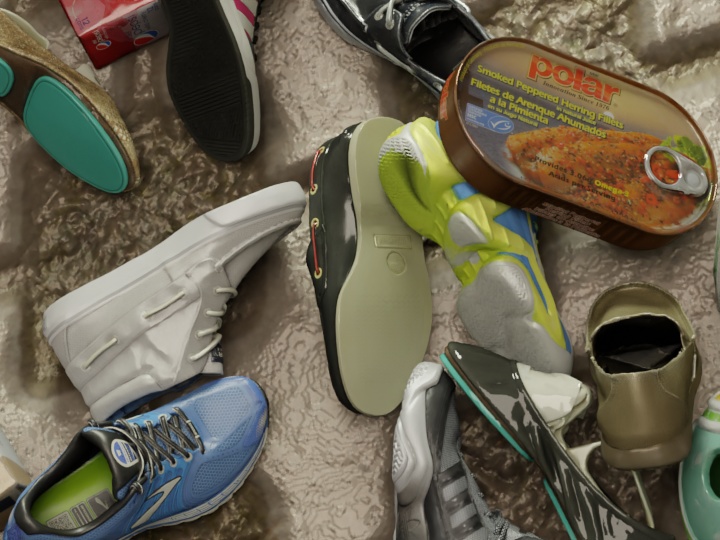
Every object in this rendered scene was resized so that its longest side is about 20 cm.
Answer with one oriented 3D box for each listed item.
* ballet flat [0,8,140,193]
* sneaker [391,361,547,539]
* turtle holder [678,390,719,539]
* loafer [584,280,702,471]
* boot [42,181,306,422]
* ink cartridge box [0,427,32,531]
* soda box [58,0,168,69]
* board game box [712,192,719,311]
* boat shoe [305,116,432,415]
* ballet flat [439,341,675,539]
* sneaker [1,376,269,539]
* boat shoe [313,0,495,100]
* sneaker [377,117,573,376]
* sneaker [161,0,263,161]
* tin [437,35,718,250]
[{"bbox_3d":[-0.220,-0.133,1.739,0.200,0.071,0.065,39,43,1],"label":"ballet flat"},{"bbox_3d":[0.077,0.159,1.619,0.113,0.076,0.201,1,76,2],"label":"sneaker"},{"bbox_3d":[0.274,0.115,1.578,0.141,0.132,0.186,19,76,12],"label":"turtle holder"},{"bbox_3d":[0.180,0.052,1.589,0.076,0.200,0.068,-5,116,3],"label":"loafer"},{"bbox_3d":[-0.108,0.026,1.685,0.200,0.074,0.096,-30,78,5],"label":"boot"},{"bbox_3d":[-0.333,0.111,1.673,0.165,0.075,0.200,-32,72,-3],"label":"ink cartridge box"},{"bbox_3d":[-0.202,-0.248,1.776,0.070,0.063,0.200,-26,72,-3],"label":"soda box"},{"bbox_3d":[0.289,-0.025,1.585,0.126,0.200,0.035,-5,70,4],"label":"board game box"},{"bbox_3d":[0.002,0.000,1.681,0.073,0.063,0.202,10,72,-35],"label":"boat shoe"},{"bbox_3d":[0.133,0.115,1.625,0.068,0.068,0.200,-36,83,6],"label":"ballet flat"},{"bbox_3d":[-0.141,0.130,1.632,0.200,0.089,0.079,-34,72,-20],"label":"sneaker"},{"bbox_3d":[0.039,-0.166,1.723,0.072,0.068,0.200,-43,74,-8],"label":"boat shoe"},{"bbox_3d":[0.100,-0.024,1.669,0.105,0.076,0.200,-36,97,-37],"label":"sneaker"},{"bbox_3d":[-0.085,-0.186,1.738,0.083,0.121,0.201,2,113,37],"label":"sneaker"},{"bbox_3d":[0.142,-0.083,1.656,0.199,0.042,0.112,20,62,-19],"label":"tin"}]
